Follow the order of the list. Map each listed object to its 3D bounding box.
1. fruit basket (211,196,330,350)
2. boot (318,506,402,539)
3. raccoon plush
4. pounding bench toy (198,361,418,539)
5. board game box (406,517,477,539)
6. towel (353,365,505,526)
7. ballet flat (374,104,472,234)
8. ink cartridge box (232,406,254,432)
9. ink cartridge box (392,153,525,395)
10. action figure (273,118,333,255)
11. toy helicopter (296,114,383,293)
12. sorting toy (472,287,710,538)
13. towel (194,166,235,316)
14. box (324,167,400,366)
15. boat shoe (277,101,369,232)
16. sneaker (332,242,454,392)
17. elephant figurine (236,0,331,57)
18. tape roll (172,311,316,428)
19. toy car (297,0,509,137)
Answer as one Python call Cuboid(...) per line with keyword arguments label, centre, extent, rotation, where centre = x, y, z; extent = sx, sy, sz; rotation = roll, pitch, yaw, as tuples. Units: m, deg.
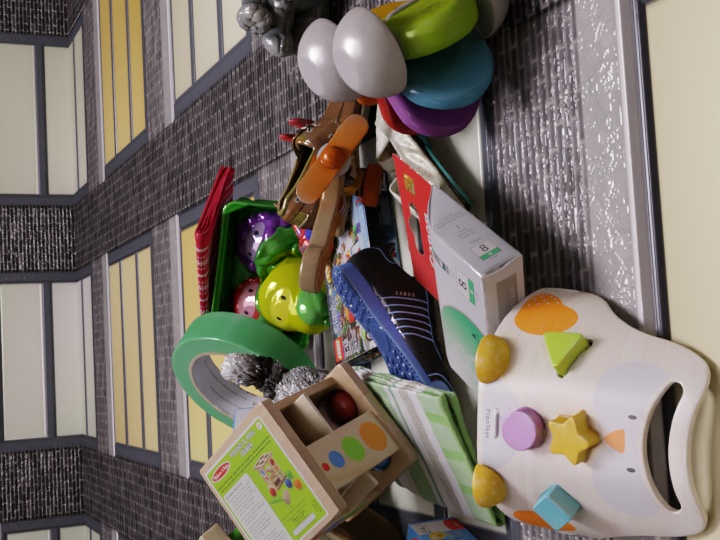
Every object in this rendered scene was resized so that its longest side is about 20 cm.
Cuboid(label="fruit basket", centre=(-0.110, 0.017, 1.375), extent=(0.216, 0.153, 0.219), rotation=(-174, 90, -81))
Cuboid(label="boot", centre=(-0.069, 0.294, 1.209), extent=(0.155, 0.199, 0.073), rotation=(-44, 15, 39))
Cuboid(label="raccoon plush", centre=(-0.063, 0.153, 1.221), extent=(0.134, 0.197, 0.098), rotation=(154, 127, -77))
Cuboid(label="pounding bench toy", centre=(-0.065, 0.213, 1.083), extent=(0.125, 0.155, 0.200), rotation=(51, 125, 14))
Cuboid(label="board game box", centre=(0.102, 0.371, 1.014), extent=(0.200, 0.055, 0.199), rotation=(-148, 60, -61))
Cuboid(label="towel", centre=(0.065, 0.170, 1.071), extent=(0.199, 0.031, 0.151), rotation=(3, 121, 63))
Cuboid(label="ballet flat", centre=(0.047, -0.112, 1.086), extent=(0.062, 0.067, 0.201), rotation=(-37, 46, 11))
Cuboid(label="ink cartridge box", centre=(-0.112, 0.283, 1.379), extent=(0.116, 0.067, 0.202), rotation=(-92, -8, -49))
Cuboid(label="ink cartridge box", centre=(0.076, 0.007, 0.970), extent=(0.200, 0.050, 0.162), rotation=(43, 153, 44))
Cuboid(label="action figure", centre=(-0.067, -0.079, 1.285), extent=(0.065, 0.051, 0.203), rotation=(-39, 59, 56))
Cuboid(label="toy helicopter", centre=(-0.029, -0.069, 1.095), extent=(0.133, 0.078, 0.202), rotation=(93, -170, -55))
Cuboid(label="sorting toy", centre=(0.183, 0.121, 0.813), extent=(0.179, 0.106, 0.203), rotation=(3, 94, 46))
Cuboid(label="towel", centre=(-0.189, -0.021, 1.422), extent=(0.146, 0.022, 0.202), rotation=(-76, -7, -46))
Cuboid(label="box", centre=(0.000, 0.000, 1.239), extent=(0.136, 0.037, 0.203), rotation=(146, 120, -61))
Cuboid(label="boat shoe", centre=(-0.042, -0.144, 1.229), extent=(0.072, 0.067, 0.203), rotation=(-28, 46, 65))
Cuboid(label="sneaker", centre=(0.053, 0.060, 1.098), extent=(0.201, 0.077, 0.070), rotation=(57, 157, 13))
Cuboid(label="elephant figurine", centre=(-0.057, -0.364, 1.278), extent=(0.201, 0.154, 0.142), rotation=(-54, 0, 38))
Cuboid(label="tape roll", centre=(-0.147, 0.140, 1.391), extent=(0.048, 0.199, 0.201), rotation=(-62, 4, -39))
Cuboid(label="toy car", centre=(0.052, -0.196, 1.004), extent=(0.151, 0.174, 0.199), rotation=(62, 160, -17))
